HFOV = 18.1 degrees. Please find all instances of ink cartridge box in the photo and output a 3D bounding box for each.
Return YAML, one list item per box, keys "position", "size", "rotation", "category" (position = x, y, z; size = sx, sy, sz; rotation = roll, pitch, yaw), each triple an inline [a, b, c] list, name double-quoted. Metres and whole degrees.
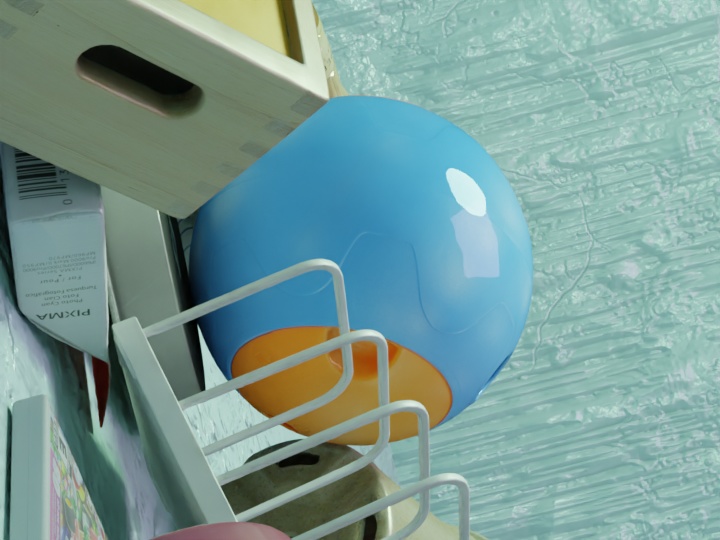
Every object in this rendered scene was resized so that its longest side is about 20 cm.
- position: [-0.155, -0.037, 1.111]
  size: [0.201, 0.047, 0.161]
  rotation: [101, -19, -56]
  category: "ink cartridge box"

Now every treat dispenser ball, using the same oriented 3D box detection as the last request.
- position: [0.000, 0.000, 1.308]
  size: [0.201, 0.199, 0.203]
  rotation: [-14, 90, -86]
  category: "treat dispenser ball"

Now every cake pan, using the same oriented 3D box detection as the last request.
- position: [-0.122, -0.009, 1.274]
  size: [0.200, 0.036, 0.202]
  rotation: [168, -90, -89]
  category: "cake pan"

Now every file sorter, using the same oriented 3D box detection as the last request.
- position: [-0.022, 0.116, 1.111]
  size: [0.201, 0.124, 0.139]
  rotation: [59, -15, 33]
  category: "file sorter"

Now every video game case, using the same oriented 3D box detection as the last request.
- position: [-0.114, 0.174, 0.992]
  size: [0.144, 0.018, 0.201]
  rotation: [-100, 175, -52]
  category: "video game case"

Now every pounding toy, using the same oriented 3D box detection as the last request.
- position: [-0.085, -0.148, 1.001]
  size: [0.199, 0.142, 0.185]
  rotation: [24, 42, -39]
  category: "pounding toy"

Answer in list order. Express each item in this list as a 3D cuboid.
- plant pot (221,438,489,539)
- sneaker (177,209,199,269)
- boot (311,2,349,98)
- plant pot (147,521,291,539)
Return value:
- position: [-0.011, 0.202, 1.361]
  size: [0.184, 0.199, 0.202]
  rotation: [54, 19, -49]
  category: "plant pot"
- position: [-0.106, -0.036, 1.405]
  size: [0.075, 0.086, 0.201]
  rotation: [-55, 148, -43]
  category: "sneaker"
- position: [-0.073, -0.113, 1.441]
  size: [0.073, 0.199, 0.156]
  rotation: [-54, 133, -24]
  category: "boot"
- position: [-0.044, 0.200, 0.807]
  size: [0.180, 0.199, 0.200]
  rotation: [60, -5, 29]
  category: "plant pot"
